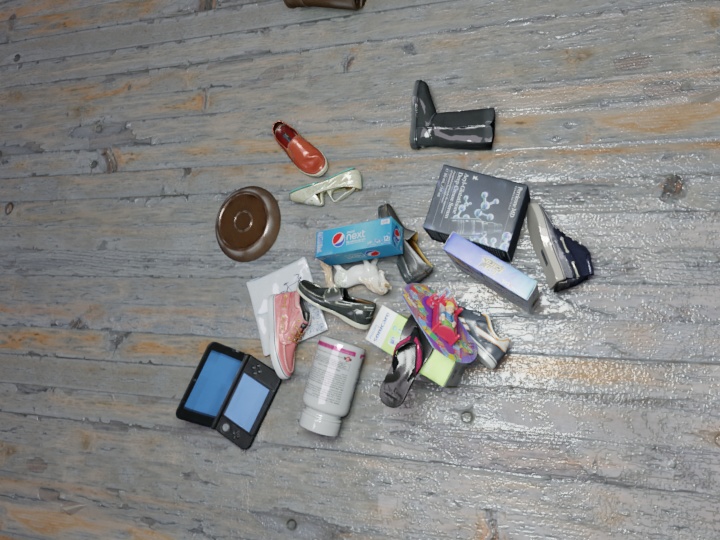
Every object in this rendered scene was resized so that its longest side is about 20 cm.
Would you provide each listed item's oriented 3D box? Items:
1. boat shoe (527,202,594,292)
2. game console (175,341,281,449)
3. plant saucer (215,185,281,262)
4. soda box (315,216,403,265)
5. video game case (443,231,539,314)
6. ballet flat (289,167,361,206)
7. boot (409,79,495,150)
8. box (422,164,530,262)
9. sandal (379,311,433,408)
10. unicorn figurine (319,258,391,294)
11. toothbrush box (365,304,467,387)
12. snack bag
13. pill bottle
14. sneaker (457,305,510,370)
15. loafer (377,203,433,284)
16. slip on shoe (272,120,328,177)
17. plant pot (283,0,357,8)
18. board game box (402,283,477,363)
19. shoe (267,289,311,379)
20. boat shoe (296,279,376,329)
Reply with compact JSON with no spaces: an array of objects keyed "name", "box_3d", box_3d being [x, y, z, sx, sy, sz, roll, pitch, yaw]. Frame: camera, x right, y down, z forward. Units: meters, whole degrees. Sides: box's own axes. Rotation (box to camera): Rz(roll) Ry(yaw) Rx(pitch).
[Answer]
[{"name":"boat shoe","box_3d":[0.425,-0.057,1.301,0.090,0.075,0.205,-11,71,-5]},{"name":"game console","box_3d":[-0.313,0.302,1.462,0.168,0.118,0.204,26,89,22]},{"name":"plant saucer","box_3d":[-0.300,-0.125,1.590,0.195,0.032,0.207,-4,79,20]},{"name":"soda box","box_3d":[-0.004,-0.063,1.378,0.195,0.068,0.066,-8,69,28]},{"name":"video game case","box_3d":[0.277,0.007,1.272,0.198,0.181,0.046,34,91,22]},{"name":"ballet flat","box_3d":[-0.088,-0.194,1.509,0.195,0.067,0.064,-19,83,16]},{"name":"boot","box_3d":[0.219,-0.367,1.429,0.195,0.065,0.170,3,89,23]},{"name":"box","box_3d":[0.257,-0.125,1.346,0.195,0.107,0.152,17,85,21]},{"name":"sandal","box_3d":[0.094,0.179,1.222,0.074,0.045,0.204,23,89,22]},{"name":"unicorn figurine","box_3d":[0.000,0.000,1.441,0.196,0.073,0.141,-18,73,33]},{"name":"toothbrush box","box_3d":[0.128,0.165,1.315,0.197,0.145,0.088,30,90,21]},{"name":"snack bag","box_3d":[-0.184,0.085,1.510,0.185,0.021,0.205,-22,73,15]},{"name":"pill bottle","box_3d":[-0.067,0.260,1.383,0.111,0.113,0.205,14,84,21]},{"name":"sneaker","box_3d":[0.237,0.120,1.322,0.079,0.079,0.200,-44,62,-6]},{"name":"loafer","box_3d":[0.104,-0.070,1.403,0.072,0.072,0.204,-32,79,30]},{"name":"slip on shoe","box_3d":[-0.159,-0.312,1.559,0.074,0.061,0.200,-45,70,4]},{"name":"plant pot","box_3d":[-0.082,-0.764,1.558,0.193,0.200,0.206,16,84,14]},{"name":"board game box","box_3d":[0.170,0.091,1.224,0.039,0.156,0.202,-48,57,28]},{"name":"shoe","box_3d":[-0.163,0.148,1.442,0.089,0.071,0.206,-13,75,19]},{"name":"boat shoe","box_3d":[-0.057,0.064,1.428,0.196,0.072,0.069,25,111,10]}]
